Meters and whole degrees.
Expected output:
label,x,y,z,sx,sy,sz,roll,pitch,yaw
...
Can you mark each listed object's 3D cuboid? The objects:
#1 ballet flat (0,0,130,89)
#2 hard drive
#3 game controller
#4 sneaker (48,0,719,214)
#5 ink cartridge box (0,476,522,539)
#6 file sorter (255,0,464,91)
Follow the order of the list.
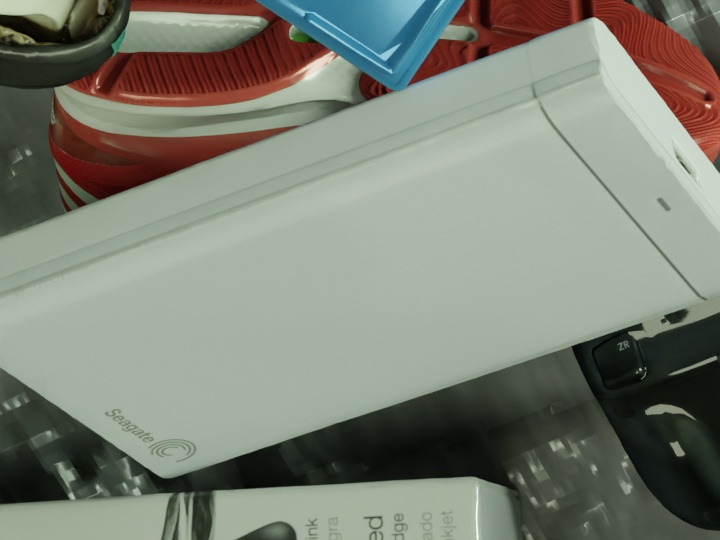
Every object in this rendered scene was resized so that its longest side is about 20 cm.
label,x,y,z,sx,sy,sz,roll,pitch,yaw
ballet flat,-0.141,-0.109,0.754,0.200,0.068,0.068,26,87,-26
hard drive,0.000,0.000,0.824,0.200,0.027,0.132,-19,149,19
game controller,0.165,0.014,0.874,0.200,0.042,0.104,-21,124,19
sneaker,0.005,-0.030,0.875,0.200,0.078,0.116,8,139,0
ink cartridge box,-0.049,0.144,0.912,0.200,0.084,0.146,-5,81,12
file sorter,-0.027,-0.175,0.768,0.200,0.123,0.139,33,117,-5
